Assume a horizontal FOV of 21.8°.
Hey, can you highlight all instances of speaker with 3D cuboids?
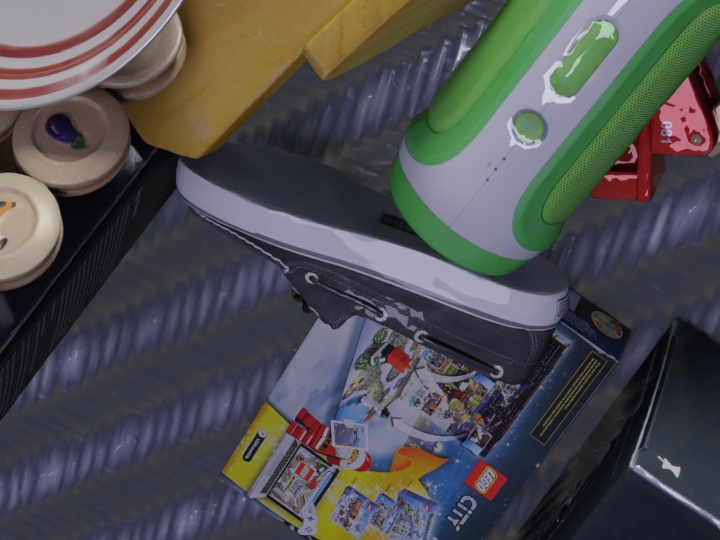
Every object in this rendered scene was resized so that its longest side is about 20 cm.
[{"bbox_3d":[0.095,-0.092,0.787,0.088,0.089,0.200,38,120,-1],"label":"speaker"}]

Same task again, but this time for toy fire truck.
[{"bbox_3d":[0.170,-0.080,0.844,0.139,0.049,0.202,4,114,17],"label":"toy fire truck"}]

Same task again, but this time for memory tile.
[{"bbox_3d":[-0.176,-0.055,0.772,0.152,0.201,0.017,24,155,16],"label":"memory tile"}]

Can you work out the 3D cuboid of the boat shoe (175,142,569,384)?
[{"bbox_3d":[0.000,0.000,0.892,0.198,0.070,0.067,19,116,5],"label":"boat shoe"}]

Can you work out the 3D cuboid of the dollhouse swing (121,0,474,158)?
[{"bbox_3d":[-0.034,-0.180,0.830,0.201,0.181,0.176,55,147,5],"label":"dollhouse swing"}]

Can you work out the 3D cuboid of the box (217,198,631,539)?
[{"bbox_3d":[0.029,0.071,0.969,0.136,0.038,0.201,34,120,2],"label":"box"}]

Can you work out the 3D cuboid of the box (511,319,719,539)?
[{"bbox_3d":[0.134,0.153,0.907,0.107,0.149,0.201,33,121,2],"label":"box"}]

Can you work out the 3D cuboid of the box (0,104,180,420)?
[{"bbox_3d":[-0.208,-0.052,0.888,0.199,0.197,0.124,35,156,2],"label":"box"}]

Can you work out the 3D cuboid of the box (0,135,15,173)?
[{"bbox_3d":[-0.255,-0.095,0.815,0.198,0.165,0.021,-4,160,-17],"label":"box"}]

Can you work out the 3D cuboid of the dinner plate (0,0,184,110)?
[{"bbox_3d":[-0.134,-0.165,0.764,0.198,0.024,0.203,-2,85,26],"label":"dinner plate"}]
